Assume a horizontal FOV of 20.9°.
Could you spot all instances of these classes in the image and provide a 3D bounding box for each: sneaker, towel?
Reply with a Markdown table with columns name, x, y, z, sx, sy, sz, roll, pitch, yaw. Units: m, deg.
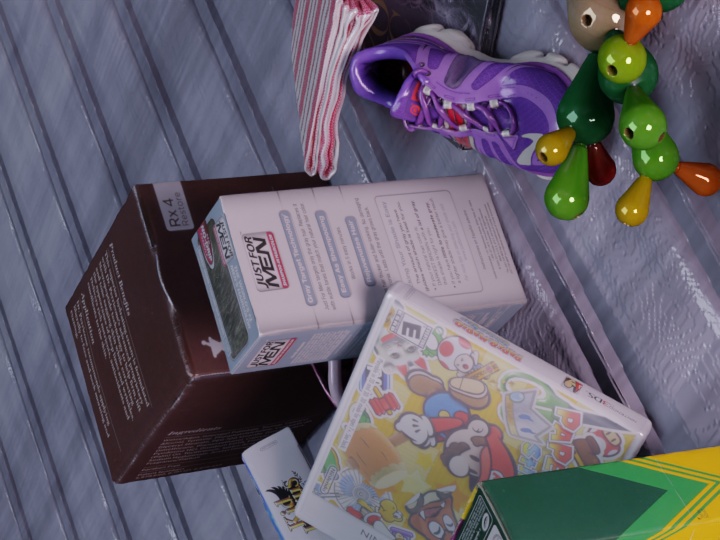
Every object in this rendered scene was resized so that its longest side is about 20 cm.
| name | x | y | z | sx | sy | sz | roll | pitch | yaw |
| --- | --- | --- | --- | --- | --- | --- | --- | --- | --- |
| sneaker | 0.068 | -0.102 | 1.243 | 0.199 | 0.083 | 0.081 | 22 | 118 | 46 |
| towel | -0.022 | -0.179 | 1.395 | 0.201 | 0.030 | 0.147 | -98 | 17 | -50 |

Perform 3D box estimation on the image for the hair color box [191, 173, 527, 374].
| name | x | y | z | sx | sy | sz | roll | pitch | yaw |
| --- | --- | --- | --- | --- | --- | --- | --- | --- | --- |
| hair color box | 0.000 | 0.000 | 1.275 | 0.061 | 0.199 | 0.100 | -49 | 54 | 53 |

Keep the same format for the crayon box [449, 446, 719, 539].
| name | x | y | z | sx | sy | sz | roll | pitch | yaw |
| --- | --- | --- | --- | --- | --- | --- | --- | --- | --- |
| crayon box | 0.121 | 0.197 | 1.123 | 0.058 | 0.171 | 0.201 | 61 | 144 | 40 |

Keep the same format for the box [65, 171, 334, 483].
| name | x | y | z | sx | sy | sz | roll | pitch | yaw |
| --- | --- | --- | --- | --- | --- | --- | --- | --- | --- |
| box | -0.112 | 0.046 | 1.523 | 0.200 | 0.163 | 0.167 | -50 | 52 | 52 |

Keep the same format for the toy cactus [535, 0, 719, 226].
| name | x | y | z | sx | sy | sz | roll | pitch | yaw |
| --- | --- | --- | --- | --- | --- | --- | --- | --- | --- |
| toy cactus | 0.157 | -0.127 | 1.106 | 0.166 | 0.101 | 0.201 | -101 | 21 | -50 |

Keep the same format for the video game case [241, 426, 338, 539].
| name | x | y | z | sx | sy | sz | roll | pitch | yaw |
| --- | --- | --- | --- | --- | --- | --- | --- | --- | --- |
| video game case | -0.008 | 0.237 | 1.397 | 0.182 | 0.045 | 0.200 | 57 | 173 | 39 |

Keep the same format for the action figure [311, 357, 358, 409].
| name | x | y | z | sx | sy | sz | roll | pitch | yaw |
| --- | --- | --- | --- | --- | --- | --- | --- | --- | --- |
| action figure | 0.019 | 0.120 | 1.334 | 0.134 | 0.148 | 0.202 | -16 | 68 | 55 |

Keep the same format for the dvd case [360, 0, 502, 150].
| name | x | y | z | sx | sy | sz | roll | pitch | yaw |
| --- | --- | --- | --- | --- | --- | --- | --- | --- | --- |
| dvd case | 0.036 | -0.194 | 1.362 | 0.200 | 0.016 | 0.150 | 46 | 134 | 49 |

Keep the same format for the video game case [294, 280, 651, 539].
| name | x | y | z | sx | sy | sz | roll | pitch | yaw |
| --- | --- | --- | --- | --- | --- | --- | --- | --- | --- |
| video game case | 0.066 | 0.128 | 1.241 | 0.181 | 0.023 | 0.201 | 29 | 125 | 9 |
